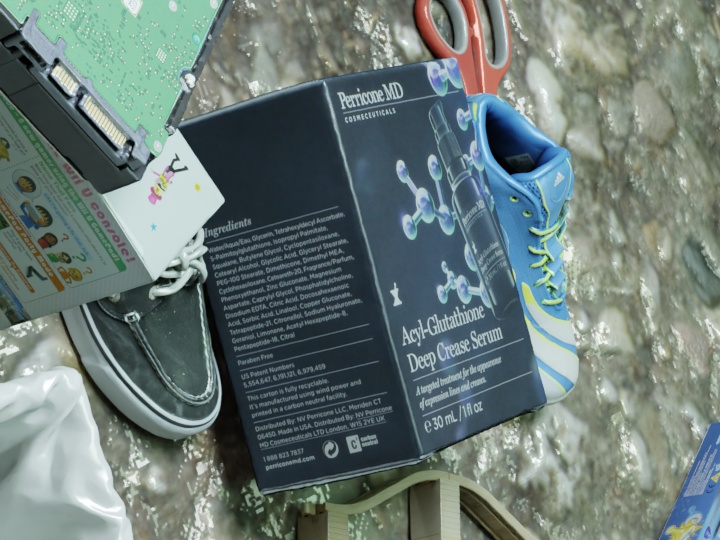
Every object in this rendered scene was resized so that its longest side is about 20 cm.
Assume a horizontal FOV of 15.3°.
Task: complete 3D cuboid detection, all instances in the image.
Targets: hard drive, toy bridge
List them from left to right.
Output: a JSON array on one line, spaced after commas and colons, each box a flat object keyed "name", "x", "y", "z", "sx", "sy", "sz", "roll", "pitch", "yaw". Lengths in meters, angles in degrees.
[{"name": "hard drive", "x": -0.111, "y": -0.149, "z": 1.137, "sx": 0.140, "sy": 0.038, "sz": 0.201, "roll": 47, "pitch": 42, "yaw": -29}, {"name": "toy bridge", "x": 0.041, "y": 0.147, "z": 1.501, "sx": 0.199, "sy": 0.027, "sz": 0.068, "roll": 16, "pitch": 66, "yaw": -41}]

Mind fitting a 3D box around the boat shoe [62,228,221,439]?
[{"name": "boat shoe", "x": -0.112, "y": -0.009, "z": 1.358, "sx": 0.073, "sy": 0.068, "sz": 0.201, "roll": -28, "pitch": 100, "yaw": -45}]

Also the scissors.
[{"name": "scissors", "x": 0.077, "y": -0.083, "z": 1.605, "sx": 0.073, "sy": 0.014, "sz": 0.201, "roll": -12, "pitch": 87, "yaw": -46}]

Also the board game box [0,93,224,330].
[{"name": "board game box", "x": -0.179, "y": -0.050, "z": 1.209, "sx": 0.148, "sy": 0.199, "sz": 0.064, "roll": 57, "pitch": 47, "yaw": -18}]

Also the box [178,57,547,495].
[{"name": "box", "x": 0.000, "y": 0.000, "z": 1.422, "sx": 0.148, "sy": 0.107, "sz": 0.201, "roll": -17, "pitch": 92, "yaw": -59}]

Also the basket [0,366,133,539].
[{"name": "basket", "x": -0.207, "y": 0.169, "z": 1.154, "sx": 0.198, "sy": 0.160, "sz": 0.201, "roll": -21, "pitch": 94, "yaw": -45}]

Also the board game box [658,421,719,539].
[{"name": "board game box", "x": 0.233, "y": 0.211, "z": 1.669, "sx": 0.136, "sy": 0.034, "sz": 0.200, "roll": 50, "pitch": 50, "yaw": -25}]

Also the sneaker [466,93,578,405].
[{"name": "sneaker", "x": 0.086, "y": -0.014, "z": 1.528, "sx": 0.076, "sy": 0.105, "sz": 0.201, "roll": -37, "pitch": 103, "yaw": -33}]
